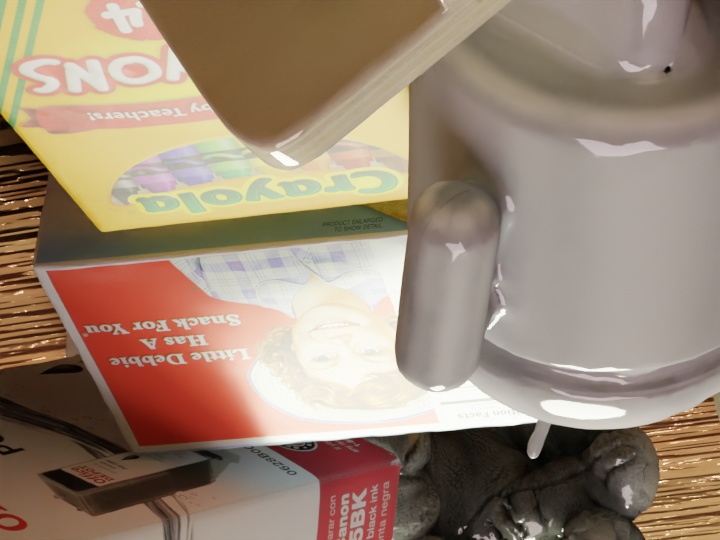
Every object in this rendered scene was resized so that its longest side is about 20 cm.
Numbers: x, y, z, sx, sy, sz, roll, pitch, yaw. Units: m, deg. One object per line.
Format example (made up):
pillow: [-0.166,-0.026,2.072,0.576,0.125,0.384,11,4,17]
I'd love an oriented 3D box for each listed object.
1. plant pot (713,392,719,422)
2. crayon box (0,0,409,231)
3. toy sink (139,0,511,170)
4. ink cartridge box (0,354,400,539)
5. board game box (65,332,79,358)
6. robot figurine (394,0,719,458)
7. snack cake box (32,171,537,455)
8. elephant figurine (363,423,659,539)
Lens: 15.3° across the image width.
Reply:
plant pot: [0.199,-0.003,0.959,0.200,0.200,0.134,-21,113,40]
crayon box: [-0.041,-0.066,0.809,0.127,0.051,0.200,-7,156,14]
toy sink: [0.004,-0.143,0.572,0.200,0.130,0.112,-39,146,8]
ink cartridge box: [-0.106,0.099,1.016,0.147,0.083,0.200,23,-157,38]
board game box: [-0.069,0.071,1.275,0.126,0.035,0.200,0,156,-1]
robot figurine: [0.070,-0.034,0.765,0.113,0.170,0.200,35,145,29]
snack cake box: [0.000,0.000,0.940,0.200,0.067,0.115,-5,142,14]
elephant figurine: [0.022,0.100,1.199,0.200,0.155,0.142,-3,-167,-13]
